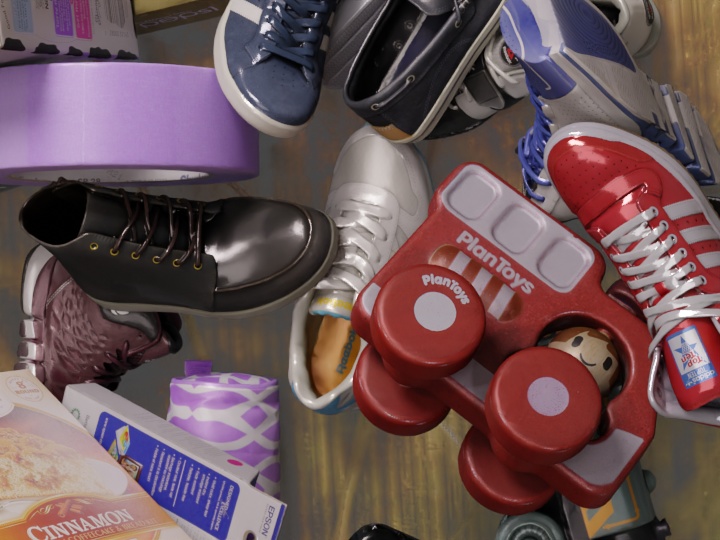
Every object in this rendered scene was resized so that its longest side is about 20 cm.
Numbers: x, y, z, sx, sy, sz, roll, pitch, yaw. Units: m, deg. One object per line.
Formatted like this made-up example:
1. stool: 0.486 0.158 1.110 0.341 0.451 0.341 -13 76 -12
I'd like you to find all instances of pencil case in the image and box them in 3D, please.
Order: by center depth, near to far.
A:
1. pencil case: -0.099 0.167 1.152 0.083 0.085 0.201 5 91 -23

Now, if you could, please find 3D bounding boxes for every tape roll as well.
1. tape roll: -0.167 -0.094 1.108 0.199 0.200 0.066 0 89 17

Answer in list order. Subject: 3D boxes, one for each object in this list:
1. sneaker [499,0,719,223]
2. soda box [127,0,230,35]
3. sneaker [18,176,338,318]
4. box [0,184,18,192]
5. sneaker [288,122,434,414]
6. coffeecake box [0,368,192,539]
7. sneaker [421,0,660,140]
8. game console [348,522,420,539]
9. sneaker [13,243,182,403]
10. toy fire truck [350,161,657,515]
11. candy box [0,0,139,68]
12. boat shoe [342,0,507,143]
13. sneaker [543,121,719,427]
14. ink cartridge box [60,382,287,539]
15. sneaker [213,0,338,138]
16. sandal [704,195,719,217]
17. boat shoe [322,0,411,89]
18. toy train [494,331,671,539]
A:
1. sneaker: 0.134 -0.085 1.037 0.115 0.199 0.081 -30 48 26
2. soda box: -0.161 -0.204 1.176 0.199 0.068 0.064 -11 87 17
3. sneaker: -0.120 -0.018 1.081 0.199 0.106 0.075 -8 65 23
4. box: -0.353 -0.070 1.178 0.199 0.158 0.051 -14 80 23
5. sneaker: 0.000 0.000 1.116 0.076 0.081 0.201 10 95 17
6. coffeecake box: -0.218 0.156 1.046 0.200 0.153 0.073 41 114 26
7. sneaker: 0.093 -0.144 1.089 0.199 0.088 0.074 -21 85 17
8. game console: 0.005 0.235 1.051 0.176 0.200 0.116 -57 38 5
9. sneaker: -0.184 0.078 1.180 0.115 0.076 0.201 1 89 14
10. toy fire truck: 0.098 0.040 1.009 0.200 0.112 0.168 36 63 11
11. candy box: -0.260 -0.161 1.067 0.167 0.200 0.072 -6 93 16
12. boat shoe: 0.051 -0.176 1.057 0.075 0.062 0.201 43 109 47
13. sneaker: 0.176 0.008 0.968 0.200 0.113 0.071 43 128 -14
14. ink cartridge box: -0.129 0.155 1.098 0.199 0.037 0.095 24 104 33
15. sneaker: -0.040 -0.179 1.059 0.084 0.075 0.201 -42 36 45
16. sandal: 0.258 0.036 1.058 0.075 0.045 0.201 -34 80 16
17. boat shoe: 0.027 -0.214 1.127 0.200 0.072 0.071 -49 57 6
18. toy train: 0.129 0.116 1.082 0.113 0.085 0.201 -16 85 7
